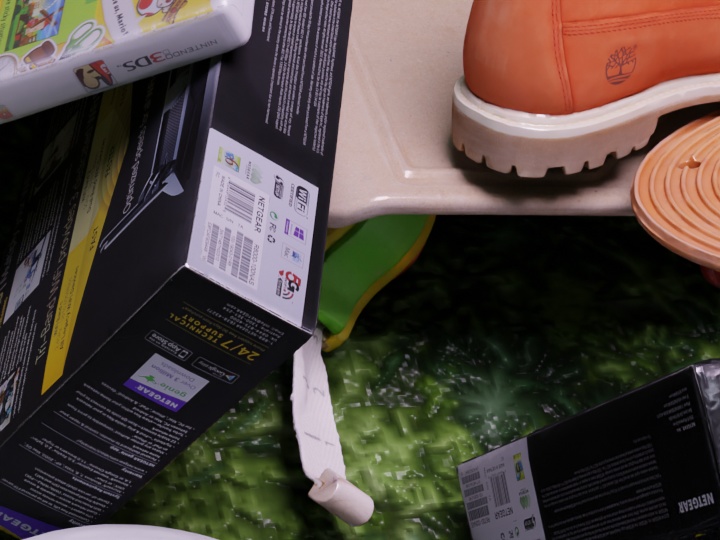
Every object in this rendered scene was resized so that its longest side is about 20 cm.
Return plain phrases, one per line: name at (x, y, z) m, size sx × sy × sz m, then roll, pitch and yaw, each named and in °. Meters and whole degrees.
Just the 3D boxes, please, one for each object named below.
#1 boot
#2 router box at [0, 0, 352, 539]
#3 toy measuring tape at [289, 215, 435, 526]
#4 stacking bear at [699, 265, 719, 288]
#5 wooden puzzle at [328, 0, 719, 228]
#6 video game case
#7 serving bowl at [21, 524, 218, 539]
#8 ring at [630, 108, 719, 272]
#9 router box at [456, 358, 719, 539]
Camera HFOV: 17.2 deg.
boot at (0.117, -0.114, 0.864) m, size 0.075 × 0.108 × 0.199 m, roll 26°, pitch 38°, yaw 37°
router box at (-0.071, -0.022, 0.840) m, size 0.052 × 0.157 × 0.201 m, roll 29°, pitch 43°, yaw -23°
toy measuring tape at (0.000, 0.000, 0.895) m, size 0.073 × 0.074 × 0.201 m, roll 1°, pitch 46°, yaw -12°
stacking bear at (0.184, -0.083, 0.998) m, size 0.113 × 0.122 × 0.200 m, roll 4°, pitch 46°, yaw 43°
wooden puzzle at (0.061, -0.077, 0.924) m, size 0.199 × 0.037 × 0.186 m, roll -4°, pitch 42°, yaw -15°
video game case at (-0.116, -0.127, 0.863) m, size 0.181 × 0.023 × 0.201 m, roll -16°, pitch 42°, yaw 19°
serving bowl at (-0.070, 0.155, 0.746) m, size 0.199 × 0.066 × 0.201 m, roll 7°, pitch 46°, yaw -8°
ring at (0.192, -0.030, 0.807) m, size 0.199 × 0.019 × 0.201 m, roll -7°, pitch 23°, yaw 3°
router box at (0.137, 0.060, 0.792) m, size 0.148 × 0.200 × 0.051 m, roll -9°, pitch 80°, yaw -20°
